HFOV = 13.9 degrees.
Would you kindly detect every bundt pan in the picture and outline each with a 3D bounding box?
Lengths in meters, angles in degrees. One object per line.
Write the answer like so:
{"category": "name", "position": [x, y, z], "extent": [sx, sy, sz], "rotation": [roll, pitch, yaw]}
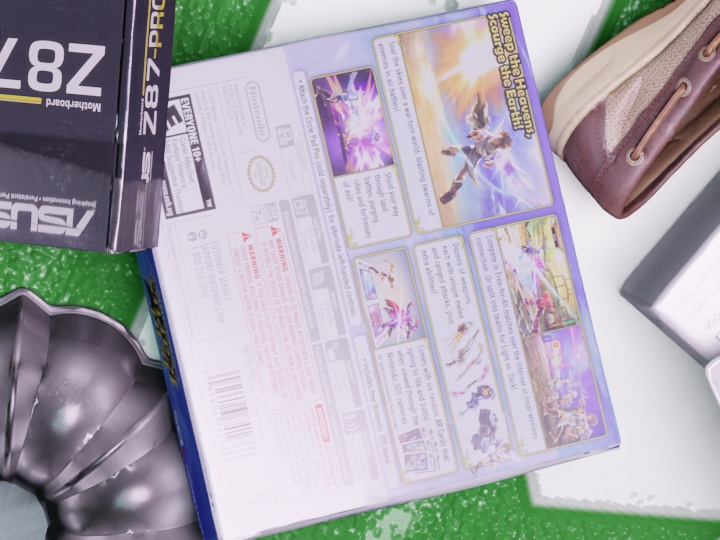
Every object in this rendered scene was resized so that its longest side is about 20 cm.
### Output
{"category": "bundt pan", "position": [-0.155, 0.112, 1.264], "extent": [0.201, 0.076, 0.203], "rotation": [-1, 96, -5]}

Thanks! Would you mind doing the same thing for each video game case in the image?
{"category": "video game case", "position": [0.000, 0.000, 1.253], "extent": [0.181, 0.045, 0.201], "rotation": [-12, 87, -14]}

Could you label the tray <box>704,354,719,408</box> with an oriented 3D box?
{"category": "tray", "position": [0.230, 0.104, 1.234], "extent": [0.107, 0.022, 0.201], "rotation": [-28, 93, -6]}

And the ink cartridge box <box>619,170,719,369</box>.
{"category": "ink cartridge box", "position": [0.238, 0.022, 1.289], "extent": [0.200, 0.083, 0.145], "rotation": [40, 90, -7]}

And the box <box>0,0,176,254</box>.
{"category": "box", "position": [-0.175, -0.097, 1.218], "extent": [0.199, 0.049, 0.162], "rotation": [7, 97, 20]}

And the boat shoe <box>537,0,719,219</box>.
{"category": "boat shoe", "position": [0.172, -0.097, 1.266], "extent": [0.200, 0.072, 0.072], "rotation": [-36, 64, 3]}
